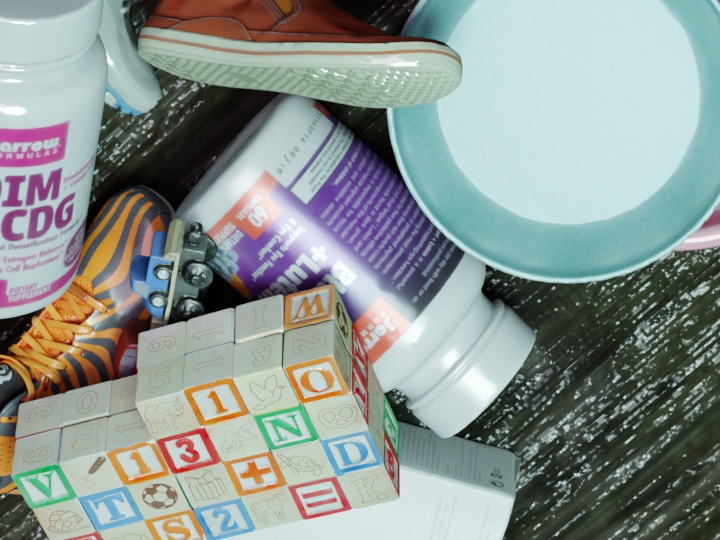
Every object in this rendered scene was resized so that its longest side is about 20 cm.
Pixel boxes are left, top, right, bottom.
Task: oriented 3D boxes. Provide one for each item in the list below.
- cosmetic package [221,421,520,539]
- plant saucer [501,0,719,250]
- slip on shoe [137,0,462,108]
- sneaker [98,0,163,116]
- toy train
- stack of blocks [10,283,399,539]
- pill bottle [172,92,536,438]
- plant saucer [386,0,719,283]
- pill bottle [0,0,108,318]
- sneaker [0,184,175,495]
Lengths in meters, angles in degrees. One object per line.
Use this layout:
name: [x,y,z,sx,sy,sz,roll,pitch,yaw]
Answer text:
cosmetic package: [-0.016,0.143,1.722,0.199,0.081,0.113,17,107,0]
plant saucer: [0.179,-0.114,1.647,0.199,0.051,0.202,1,107,4]
slip on shoe: [-0.032,-0.129,1.594,0.199,0.074,0.062,11,79,33]
sneaker: [-0.151,-0.184,1.643,0.086,0.075,0.201,-27,103,5]
toy train: [-0.117,0.049,1.654,0.046,0.034,0.201,12,130,-4]
stack of blocks: [-0.089,0.089,1.616,0.199,0.059,0.115,-14,130,13]
pill bottle: [0.000,0.000,1.661,0.200,0.111,0.111,41,105,-8]
plant saucer: [0.114,-0.094,1.613,0.199,0.036,0.201,1,107,5]
pill bottle: [-0.197,-0.082,1.587,0.113,0.114,0.201,13,129,0]
sneaker: [-0.174,0.046,1.680,0.077,0.112,0.201,31,109,33]
